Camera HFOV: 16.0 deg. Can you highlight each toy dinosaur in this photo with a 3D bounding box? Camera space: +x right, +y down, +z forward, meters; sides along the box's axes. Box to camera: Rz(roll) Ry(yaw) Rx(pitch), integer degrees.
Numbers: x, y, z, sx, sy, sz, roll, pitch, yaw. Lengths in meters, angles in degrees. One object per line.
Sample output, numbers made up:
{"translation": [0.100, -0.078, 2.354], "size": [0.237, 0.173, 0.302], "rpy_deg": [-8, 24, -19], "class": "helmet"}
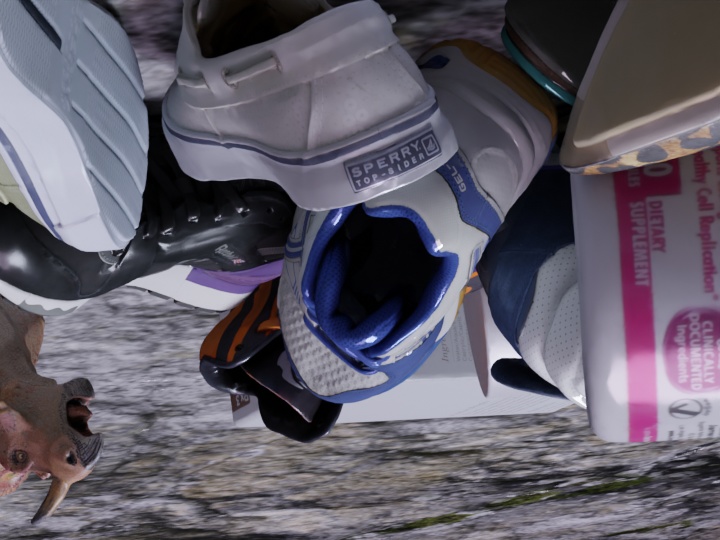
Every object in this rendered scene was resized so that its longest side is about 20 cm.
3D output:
{"translation": [-0.174, 0.057, 1.123], "size": [0.086, 0.136, 0.200], "rpy_deg": [-5, 167, -16], "class": "toy dinosaur"}

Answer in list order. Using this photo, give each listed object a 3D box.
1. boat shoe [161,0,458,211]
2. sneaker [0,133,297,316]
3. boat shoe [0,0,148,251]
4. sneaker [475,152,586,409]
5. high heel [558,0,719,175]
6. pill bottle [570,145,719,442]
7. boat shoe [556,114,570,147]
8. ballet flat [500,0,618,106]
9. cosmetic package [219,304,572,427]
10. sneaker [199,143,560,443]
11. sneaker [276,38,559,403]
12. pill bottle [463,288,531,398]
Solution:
{"translation": [-0.028, -0.069, 0.836], "size": [0.071, 0.070, 0.200], "rpy_deg": [-24, -165, -10], "class": "boat shoe"}
{"translation": [-0.074, -0.033, 0.983], "size": [0.087, 0.076, 0.200], "rpy_deg": [-27, 167, 28], "class": "sneaker"}
{"translation": [-0.117, -0.062, 0.836], "size": [0.062, 0.072, 0.200], "rpy_deg": [3, 159, 12], "class": "boat shoe"}
{"translation": [0.143, 0.017, 0.983], "size": [0.199, 0.147, 0.081], "rpy_deg": [5, 119, -25], "class": "sneaker"}
{"translation": [0.165, -0.082, 0.804], "size": [0.200, 0.072, 0.142], "rpy_deg": [-41, 148, 22], "class": "high heel"}
{"translation": [0.172, -0.005, 0.847], "size": [0.199, 0.114, 0.113], "rpy_deg": [-4, 167, 4], "class": "pill bottle"}
{"translation": [0.164, -0.045, 1.076], "size": [0.199, 0.072, 0.076], "rpy_deg": [-8, 156, -1], "class": "boat shoe"}
{"translation": [0.126, -0.079, 0.930], "size": [0.064, 0.067, 0.200], "rpy_deg": [-47, 144, 20], "class": "ballet flat"}
{"translation": [0.039, 0.033, 1.310], "size": [0.199, 0.074, 0.102], "rpy_deg": [1, 164, -30], "class": "cosmetic package"}
{"translation": [0.008, 0.014, 1.070], "size": [0.078, 0.112, 0.200], "rpy_deg": [44, 139, -14], "class": "sneaker"}
{"translation": [0.000, 0.000, 0.924], "size": [0.075, 0.088, 0.200], "rpy_deg": [32, 144, 5], "class": "sneaker"}
{"translation": [0.148, 0.003, 1.160], "size": [0.199, 0.113, 0.112], "rpy_deg": [-8, 167, -3], "class": "pill bottle"}
